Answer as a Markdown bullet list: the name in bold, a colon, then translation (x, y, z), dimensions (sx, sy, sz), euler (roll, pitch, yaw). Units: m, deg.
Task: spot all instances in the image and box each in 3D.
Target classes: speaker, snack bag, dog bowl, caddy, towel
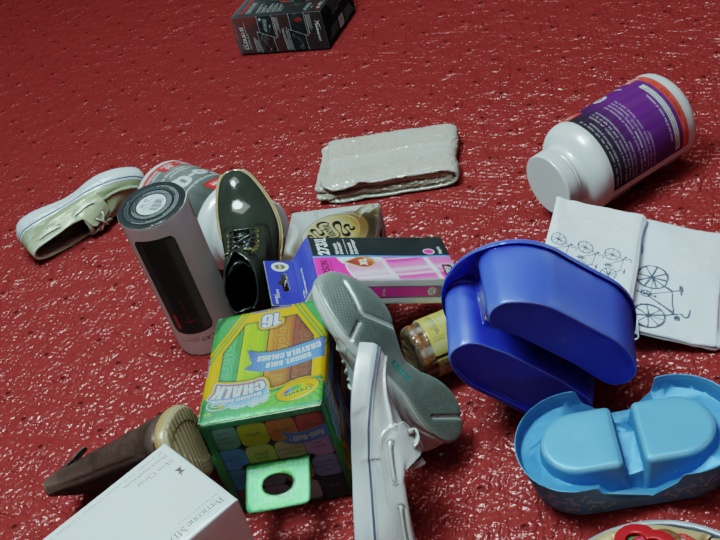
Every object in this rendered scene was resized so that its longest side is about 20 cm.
- **speaker**: translation (-0.203, 0.001, 1.219), dimensions (0.080, 0.201, 0.082), euler (-9, 41, 8)
- **snack bag**: translation (0.290, 0.000, 1.129), dimensions (0.198, 0.022, 0.189), euler (14, 43, 10)
- **dog bowl**: translation (0.238, 0.158, 0.953), dimensions (0.198, 0.050, 0.112), euler (-11, 41, 7)
- **caddy**: translation (0.170, 0.052, 1.016), dimensions (0.199, 0.142, 0.106), euler (27, 38, -18)
- **towel**: translation (0.038, -0.150, 1.469), dimensions (0.198, 0.035, 0.133), euler (-8, 37, 11)

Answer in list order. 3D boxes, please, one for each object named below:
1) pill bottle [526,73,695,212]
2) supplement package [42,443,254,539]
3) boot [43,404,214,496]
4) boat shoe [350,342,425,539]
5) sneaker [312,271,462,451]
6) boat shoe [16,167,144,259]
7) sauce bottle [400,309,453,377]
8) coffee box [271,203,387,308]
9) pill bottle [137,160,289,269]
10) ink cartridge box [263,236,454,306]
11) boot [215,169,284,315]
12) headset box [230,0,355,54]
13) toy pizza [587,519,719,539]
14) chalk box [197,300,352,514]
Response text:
- **pill bottle**: translation (0.300, -0.149, 1.293), dimensions (0.199, 0.113, 0.112), euler (-31, 38, -20)
- **supplement package**: translation (-0.184, 0.276, 0.875), dimensions (0.200, 0.157, 0.110), euler (-38, 41, -28)
- **boot**: translation (-0.224, 0.188, 1.024), dimensions (0.165, 0.073, 0.200), euler (-21, -7, 1)
- **boat shoe**: translation (0.026, 0.164, 0.949), dimensions (0.065, 0.202, 0.074), euler (-2, -2, 3)
- **sneaker**: translation (0.010, 0.094, 1.027), dimensions (0.080, 0.201, 0.070), euler (-37, -2, 44)
- **boat shoe**: translation (-0.390, -0.078, 1.529), dimensions (0.199, 0.072, 0.062), euler (-31, 62, -14)
- **sauce bottle**: translation (0.141, 0.054, 1.128), dimensions (0.198, 0.067, 0.066), euler (-19, 35, -15)
- **coffee box**: translation (-0.031, 0.015, 1.232), dimensions (0.112, 0.080, 0.201), euler (-6, 36, 10)
- **pill bottle**: translation (-0.191, -0.067, 1.379), dimensions (0.199, 0.115, 0.114), euler (20, 49, 40)
- **ink cartridge box**: translation (0.000, 0.000, 1.135), dimensions (0.198, 0.037, 0.095), euler (-3, 30, -10)
- **boot**: translation (-0.129, -0.033, 1.204), dimensions (0.077, 0.138, 0.202), euler (-19, 77, 3)
- **headset box**: translation (-0.128, -0.457, 1.914), dimensions (0.198, 0.076, 0.149), euler (2, 40, 23)
- **toy pizza**: translation (0.234, 0.268, 0.827), dimensions (0.198, 0.032, 0.201), euler (-11, 36, 8)
- **chalk box**: translation (-0.077, 0.144, 1.039), dimensions (0.123, 0.125, 0.201), euler (-11, 35, 8)
